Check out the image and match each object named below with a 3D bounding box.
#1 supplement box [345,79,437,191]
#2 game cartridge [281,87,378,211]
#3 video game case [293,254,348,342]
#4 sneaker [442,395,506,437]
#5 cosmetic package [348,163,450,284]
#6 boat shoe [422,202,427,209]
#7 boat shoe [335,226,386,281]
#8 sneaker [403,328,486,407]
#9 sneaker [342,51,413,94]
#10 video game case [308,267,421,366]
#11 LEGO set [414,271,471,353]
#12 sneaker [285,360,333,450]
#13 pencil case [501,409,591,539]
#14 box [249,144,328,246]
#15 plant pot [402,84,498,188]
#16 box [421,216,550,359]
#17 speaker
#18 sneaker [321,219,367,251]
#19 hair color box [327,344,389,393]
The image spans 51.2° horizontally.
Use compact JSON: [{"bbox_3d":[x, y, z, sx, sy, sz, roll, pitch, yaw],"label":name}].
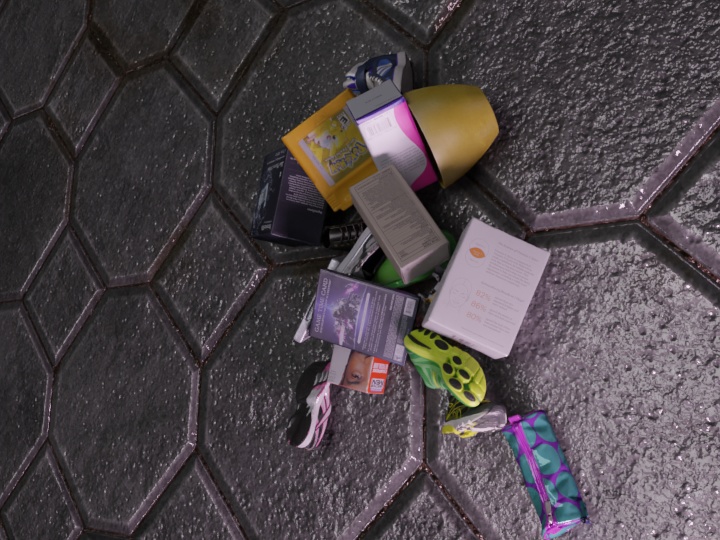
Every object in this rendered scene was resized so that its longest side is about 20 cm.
[{"bbox_3d":[0.063,-0.252,1.470,0.101,0.200,0.104,-26,36,3],"label":"supplement box"},{"bbox_3d":[-0.036,-0.246,1.563,0.176,0.032,0.200,-36,102,3],"label":"game cartridge"},{"bbox_3d":[-0.068,0.052,1.566,0.022,0.200,0.183,28,99,8],"label":"video game case"},{"bbox_3d":[0.197,0.248,1.349,0.200,0.074,0.085,136,140,-63],"label":"sneaker"},{"bbox_3d":[0.072,-0.088,1.389,0.103,0.073,0.200,-28,65,-4],"label":"cosmetic package"},{"bbox_3d":[0.107,-0.118,1.542,0.066,0.075,0.199,-44,60,-13],"label":"boat shoe"},{"bbox_3d":[0.000,0.000,1.457,0.057,0.069,0.201,38,102,38],"label":"boat shoe"},{"bbox_3d":[0.155,0.179,1.343,0.074,0.084,0.200,-28,41,-19],"label":"sneaker"},{"bbox_3d":[0.033,-0.390,1.593,0.146,0.081,0.201,-13,38,16],"label":"sneaker"},{"bbox_3d":[0.005,0.088,1.432,0.199,0.019,0.144,17,111,14],"label":"video game case"},{"bbox_3d":[0.158,0.099,1.424,0.200,0.116,0.154,-50,56,18],"label":"LEGO set"},{"bbox_3d":[-0.095,0.291,1.608,0.080,0.086,0.201,4,62,36],"label":"sneaker"},{"bbox_3d":[0.312,0.343,1.273,0.085,0.092,0.201,-34,61,28],"label":"pencil case"},{"bbox_3d":[-0.153,-0.161,1.668,0.197,0.117,0.201,180,101,-68],"label":"box"},{"bbox_3d":[0.183,-0.281,1.459,0.141,0.200,0.201,-26,63,3],"label":"plant pot"},{"bbox_3d":[0.220,0.034,1.332,0.152,0.106,0.201,25,80,3],"label":"box"},{"bbox_3d":[0.092,-0.016,1.482,0.199,0.088,0.089,-20,69,35],"label":"speaker"},{"bbox_3d":[-0.001,-0.074,1.539,0.200,0.106,0.075,147,121,-60],"label":"sneaker"},{"bbox_3d":[0.007,0.146,1.565,0.111,0.064,0.201,8,87,37],"label":"hair color box"}]
